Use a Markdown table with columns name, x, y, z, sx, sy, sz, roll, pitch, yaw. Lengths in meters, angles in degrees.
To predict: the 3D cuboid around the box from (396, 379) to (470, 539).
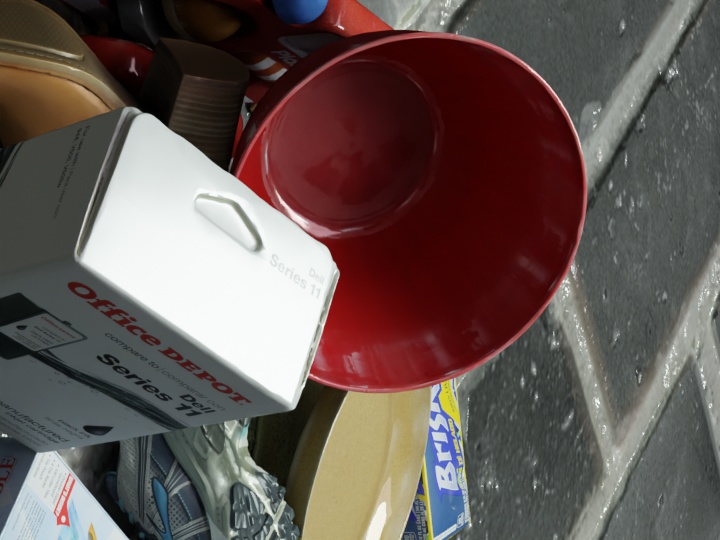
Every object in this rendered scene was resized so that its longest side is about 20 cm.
| name | x | y | z | sx | sy | sz | roll | pitch | yaw |
| --- | --- | --- | --- | --- | --- | --- | --- | --- | --- |
| box | 0.023 | 0.085 | 1.444 | 0.064 | 0.069 | 0.202 | -22 | 107 | -60 |

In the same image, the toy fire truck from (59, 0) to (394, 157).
| name | x | y | z | sx | sy | sz | roll | pitch | yaw |
| --- | --- | --- | --- | --- | --- | --- | --- | --- | --- |
| toy fire truck | -0.072 | -0.139 | 1.181 | 0.200 | 0.167 | 0.113 | 32 | 61 | -57 |

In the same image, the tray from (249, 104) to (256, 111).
| name | x | y | z | sx | sy | sz | roll | pitch | yaw |
| --- | --- | --- | --- | --- | --- | --- | --- | --- | --- |
| tray | 0.034 | -0.069 | 1.359 | 0.200 | 0.098 | 0.037 | 40 | 49 | -19 |

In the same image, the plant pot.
| name | x | y | z | sx | sy | sz | roll | pitch | yaw |
| --- | --- | --- | --- | --- | --- | --- | --- | --- | --- |
| plant pot | -0.006 | 0.131 | 1.318 | 0.200 | 0.027 | 0.202 | 14 | 90 | -71 |

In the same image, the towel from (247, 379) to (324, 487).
| name | x | y | z | sx | sy | sz | roll | pitch | yaw |
| --- | --- | --- | --- | --- | --- | --- | --- | --- | --- |
| towel | -0.050 | 0.152 | 1.342 | 0.148 | 0.036 | 0.202 | 34 | 59 | -57 |

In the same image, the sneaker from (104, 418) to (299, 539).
| name | x | y | z | sx | sy | sz | roll | pitch | yaw |
| --- | --- | --- | --- | --- | --- | --- | --- | --- | --- |
| sneaker | -0.095 | 0.131 | 1.205 | 0.077 | 0.086 | 0.202 | -23 | 100 | -61 |

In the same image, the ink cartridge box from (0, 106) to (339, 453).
| name | x | y | z | sx | sy | sz | roll | pitch | yaw |
| --- | --- | --- | --- | --- | --- | --- | --- | --- | --- |
| ink cartridge box | -0.132 | 0.011 | 1.001 | 0.146 | 0.199 | 0.084 | 36 | 56 | -34 |

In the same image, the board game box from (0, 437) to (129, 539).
| name | x | y | z | sx | sy | sz | roll | pitch | yaw |
| --- | --- | --- | --- | --- | --- | --- | --- | --- | --- |
| board game box | -0.169 | 0.226 | 1.115 | 0.200 | 0.041 | 0.201 | 59 | 40 | -41 |

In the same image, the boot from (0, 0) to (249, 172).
| name | x | y | z | sx | sy | sz | roll | pitch | yaw |
| --- | --- | --- | --- | --- | --- | --- | --- | --- | --- |
| boot | -0.166 | -0.055 | 1.105 | 0.198 | 0.077 | 0.156 | 7 | 119 | -30 |

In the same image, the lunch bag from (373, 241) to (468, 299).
| name | x | y | z | sx | sy | sz | roll | pitch | yaw |
| --- | --- | --- | --- | --- | --- | --- | --- | --- | --- |
| lunch bag | 0.000 | 0.000 | 1.276 | 0.176 | 0.198 | 0.083 | -54 | 139 | -48 |

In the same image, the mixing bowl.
| name | x | y | z | sx | sy | sz | roll | pitch | yaw |
| --- | --- | --- | --- | --- | --- | --- | --- | --- | --- |
| mixing bowl | 0.009 | -0.047 | 1.130 | 0.108 | 0.199 | 0.201 | -127 | -166 | -59 |
